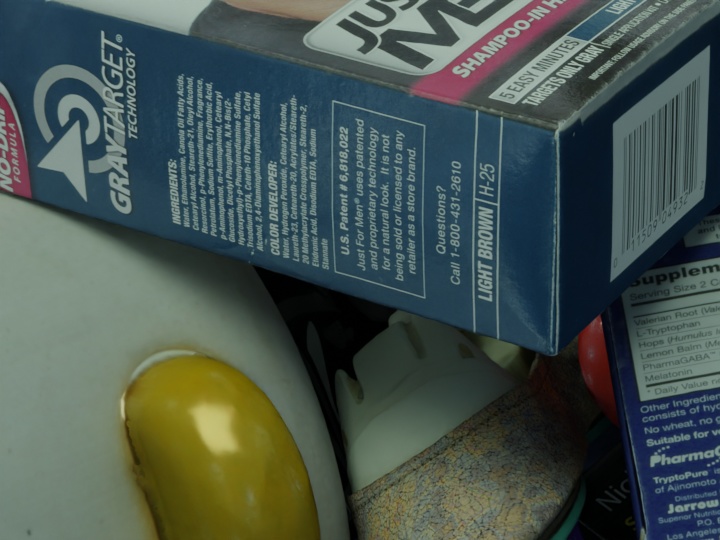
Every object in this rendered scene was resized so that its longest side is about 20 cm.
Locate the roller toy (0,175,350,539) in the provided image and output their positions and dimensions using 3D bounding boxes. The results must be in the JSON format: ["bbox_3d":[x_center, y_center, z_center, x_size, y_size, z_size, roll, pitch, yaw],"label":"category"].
[{"bbox_3d":[-0.092,0.059,0.714,0.139,0.200,0.183,-22,60,-30],"label":"roller toy"}]

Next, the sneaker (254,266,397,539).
[{"bbox_3d":[0.000,0.000,0.833,0.082,0.071,0.200,-6,44,18],"label":"sneaker"}]

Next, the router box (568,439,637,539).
[{"bbox_3d":[0.177,0.053,0.747,0.200,0.051,0.149,-40,50,-19],"label":"router box"}]

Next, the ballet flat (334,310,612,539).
[{"bbox_3d":[0.026,0.042,0.724,0.068,0.067,0.200,-34,2,13],"label":"ballet flat"}]

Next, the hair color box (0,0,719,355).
[{"bbox_3d":[-0.014,-0.050,0.662,0.199,0.061,0.100,16,33,29],"label":"hair color box"}]

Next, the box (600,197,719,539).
[{"bbox_3d":[0.118,-0.004,0.666,0.121,0.032,0.201,-8,46,4],"label":"box"}]

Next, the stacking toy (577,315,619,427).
[{"bbox_3d":[0.087,-0.017,0.775,0.085,0.086,0.200,-7,27,9],"label":"stacking toy"}]
